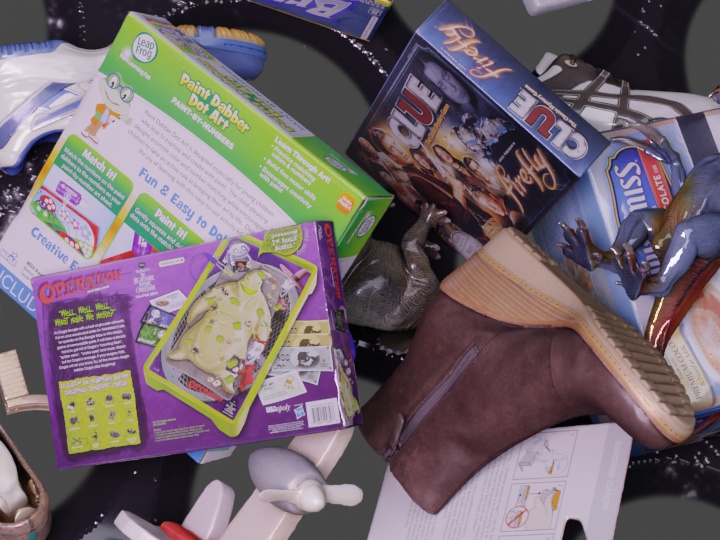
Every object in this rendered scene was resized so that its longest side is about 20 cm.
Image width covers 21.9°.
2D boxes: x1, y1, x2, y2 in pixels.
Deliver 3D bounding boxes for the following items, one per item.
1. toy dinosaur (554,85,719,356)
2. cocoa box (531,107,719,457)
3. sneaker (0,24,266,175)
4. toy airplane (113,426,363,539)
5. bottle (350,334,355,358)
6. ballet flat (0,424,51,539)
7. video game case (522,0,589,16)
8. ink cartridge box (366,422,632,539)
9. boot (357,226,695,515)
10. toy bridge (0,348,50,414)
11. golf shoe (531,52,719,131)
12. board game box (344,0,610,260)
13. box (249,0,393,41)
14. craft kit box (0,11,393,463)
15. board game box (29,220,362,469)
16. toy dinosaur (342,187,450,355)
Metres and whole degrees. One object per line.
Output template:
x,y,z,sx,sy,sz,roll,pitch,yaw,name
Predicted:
0.215,-0.045,1.184,0.181,0.105,0.201,-26,112,-25,toy dinosaur
0.211,0.010,1.257,0.131,0.133,0.201,-12,75,-16,cocoa box
-0.158,-0.112,1.247,0.199,0.075,0.088,-10,85,-10,sneaker
-0.082,0.192,1.084,0.199,0.141,0.201,-17,64,24,toy airplane
-0.078,-0.014,1.191,0.065,0.084,0.200,-33,76,7,bottle
-0.255,0.088,1.147,0.068,0.067,0.200,-39,84,-23,ballet flat
0.172,-0.304,1.418,0.182,0.023,0.201,-17,77,-19,video game case
0.079,0.187,1.134,0.044,0.173,0.200,52,43,-41,ink cartridge box
0.097,0.088,1.138,0.167,0.072,0.200,-54,49,13,boot
-0.134,0.063,1.208,0.199,0.027,0.067,-14,76,-19,toy bridge
0.167,-0.118,1.322,0.199,0.078,0.095,-9,74,-18,golf shoe
0.070,-0.080,1.216,0.135,0.200,0.035,42,68,3,board game box
-0.071,-0.230,1.302,0.199,0.070,0.064,17,70,-8,box
-0.110,-0.021,1.136,0.200,0.048,0.198,39,110,20,craft kit box
-0.099,0.046,1.094,0.199,0.032,0.120,-10,90,26,board game box
0.000,0.000,1.239,0.200,0.077,0.102,28,60,-7,toy dinosaur
